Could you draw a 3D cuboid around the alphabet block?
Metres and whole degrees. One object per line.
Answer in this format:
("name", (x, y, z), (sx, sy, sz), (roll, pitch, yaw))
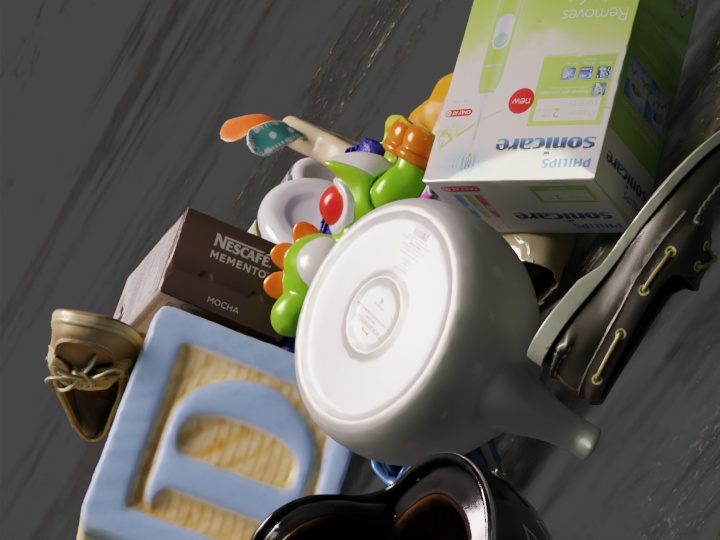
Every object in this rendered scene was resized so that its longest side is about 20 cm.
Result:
("alphabet block", (-0.118, 0.175, 1.632), (0.200, 0.194, 0.198), (119, 173, -68))

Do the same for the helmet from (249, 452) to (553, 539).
("helmet", (0.036, 0.221, 1.244), (0.200, 0.189, 0.202), (170, 90, -72))

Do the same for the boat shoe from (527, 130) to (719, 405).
("boat shoe", (0.194, -0.003, 1.283), (0.202, 0.060, 0.072), (-50, -15, 0))

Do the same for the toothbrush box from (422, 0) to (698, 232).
("toothbrush box", (0.148, -0.134, 1.442), (0.145, 0.086, 0.202), (2, 66, 36))

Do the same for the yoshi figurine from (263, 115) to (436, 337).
("yoshi figurine", (0.014, -0.016, 1.572), (0.112, 0.112, 0.201), (39, 92, 34))

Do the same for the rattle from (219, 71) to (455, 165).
("rattle", (-0.006, -0.143, 1.771), (0.144, 0.199, 0.130), (-59, 15, 21))

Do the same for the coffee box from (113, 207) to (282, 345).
("coffee box", (-0.135, 0.031, 1.686), (0.200, 0.112, 0.080), (-39, 31, 63))

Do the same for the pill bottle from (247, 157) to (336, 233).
("pill bottle", (-0.069, -0.005, 1.925), (0.200, 0.106, 0.107), (-54, 22, 32))

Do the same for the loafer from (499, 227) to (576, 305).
("loafer", (0.090, 0.021, 1.511), (0.200, 0.075, 0.069), (-50, 18, 38))

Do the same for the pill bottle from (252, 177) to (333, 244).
("pill bottle", (-0.055, 0.022, 1.803), (0.113, 0.111, 0.201), (-86, 10, -46))

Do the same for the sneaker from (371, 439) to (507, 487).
("sneaker", (0.050, 0.126, 1.483), (0.074, 0.082, 0.200), (-63, 18, 14))

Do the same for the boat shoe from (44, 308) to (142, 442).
("boat shoe", (-0.218, 0.086, 1.620), (0.200, 0.073, 0.063), (87, -165, -68))

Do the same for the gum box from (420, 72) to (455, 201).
("gum box", (0.090, -0.063, 1.626), (0.202, 0.066, 0.113), (-68, 20, -6))

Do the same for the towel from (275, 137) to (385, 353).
("towel", (0.000, 0.000, 1.687), (0.049, 0.148, 0.202), (17, 80, 33))

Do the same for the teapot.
("teapot", (0.057, 0.053, 1.392), (0.197, 0.145, 0.202), (-27, 53, 38))
